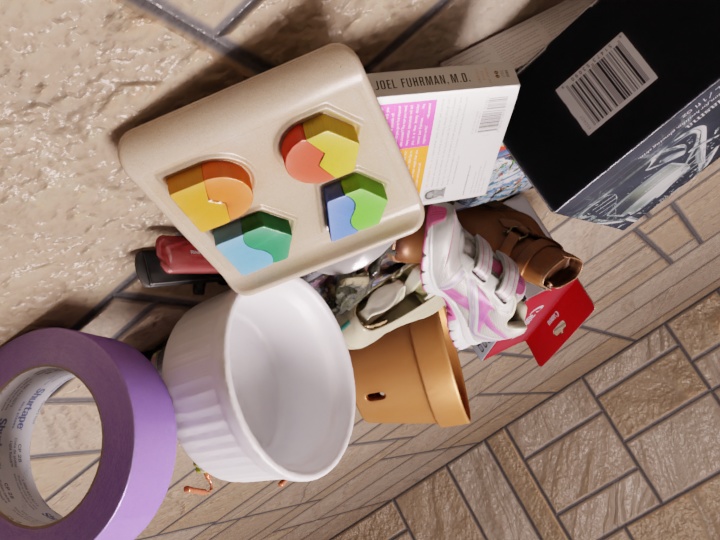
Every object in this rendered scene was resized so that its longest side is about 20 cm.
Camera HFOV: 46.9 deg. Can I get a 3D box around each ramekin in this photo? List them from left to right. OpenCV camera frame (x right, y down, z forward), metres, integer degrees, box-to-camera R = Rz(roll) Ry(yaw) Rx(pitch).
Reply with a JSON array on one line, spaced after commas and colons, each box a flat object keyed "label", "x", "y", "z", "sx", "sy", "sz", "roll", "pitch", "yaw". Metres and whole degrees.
[{"label": "ramekin", "x": -0.098, "y": 0.108, "z": 0.807, "sx": 0.097, "sy": 0.203, "sz": 0.200, "roll": -18, "pitch": 167, "yaw": 30}]

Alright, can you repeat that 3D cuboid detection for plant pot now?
[{"label": "plant pot", "x": 0.059, "y": 0.122, "z": 1.128, "sx": 0.138, "sy": 0.202, "sz": 0.200, "roll": -15, "pitch": 161, "yaw": 9}]

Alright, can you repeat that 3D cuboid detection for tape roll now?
[{"label": "tape roll", "x": -0.264, "y": 0.155, "z": 0.738, "sx": 0.199, "sy": 0.201, "sz": 0.066, "roll": -34, "pitch": 158, "yaw": 12}]

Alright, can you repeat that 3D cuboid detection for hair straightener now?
[{"label": "hair straightener", "x": -0.132, "y": -0.008, "z": 0.791, "sx": 0.077, "sy": 0.041, "sz": 0.199, "roll": -27, "pitch": 170, "yaw": 36}]

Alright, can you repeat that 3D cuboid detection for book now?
[{"label": "book", "x": 0.017, "y": -0.102, "z": 0.667, "sx": 0.197, "sy": 0.049, "sz": 0.134, "roll": -6, "pitch": 149, "yaw": -10}]

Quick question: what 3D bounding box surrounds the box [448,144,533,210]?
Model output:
[{"label": "box", "x": 0.179, "y": -0.134, "z": 0.890, "sx": 0.198, "sy": 0.040, "sz": 0.137, "roll": -17, "pitch": 156, "yaw": -30}]

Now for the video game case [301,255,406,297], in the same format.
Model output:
[{"label": "video game case", "x": -0.033, "y": 0.015, "z": 0.968, "sx": 0.179, "sy": 0.026, "sz": 0.200, "roll": -30, "pitch": 159, "yaw": -1}]

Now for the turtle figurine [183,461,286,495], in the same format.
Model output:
[{"label": "turtle figurine", "x": -0.152, "y": 0.191, "z": 1.014, "sx": 0.199, "sy": 0.162, "sz": 0.064, "roll": -3, "pitch": 148, "yaw": -51}]

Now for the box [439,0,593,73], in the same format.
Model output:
[{"label": "box", "x": 0.163, "y": -0.199, "z": 0.726, "sx": 0.199, "sy": 0.042, "sz": 0.039, "roll": -29, "pitch": 159, "yaw": -6}]

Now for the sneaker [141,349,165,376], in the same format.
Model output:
[{"label": "sneaker", "x": -0.221, "y": 0.127, "z": 0.917, "sx": 0.086, "sy": 0.075, "sz": 0.200, "roll": 4, "pitch": 161, "yaw": -18}]

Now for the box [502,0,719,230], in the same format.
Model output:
[{"label": "box", "x": 0.247, "y": -0.147, "z": 0.729, "sx": 0.200, "sy": 0.125, "sz": 0.196, "roll": -41, "pitch": 158, "yaw": 26}]

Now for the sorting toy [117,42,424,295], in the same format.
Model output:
[{"label": "sorting toy", "x": -0.056, "y": -0.059, "z": 0.635, "sx": 0.183, "sy": 0.037, "sz": 0.200, "roll": -21, "pitch": 143, "yaw": 8}]

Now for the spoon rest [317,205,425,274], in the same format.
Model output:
[{"label": "spoon rest", "x": 0.024, "y": -0.069, "z": 0.774, "sx": 0.199, "sy": 0.100, "sz": 0.061, "roll": -37, "pitch": 143, "yaw": -3}]

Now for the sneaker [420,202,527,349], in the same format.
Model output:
[{"label": "sneaker", "x": 0.118, "y": 0.003, "z": 0.832, "sx": 0.087, "sy": 0.082, "sz": 0.201, "roll": -6, "pitch": 143, "yaw": 23}]

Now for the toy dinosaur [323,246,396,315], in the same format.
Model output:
[{"label": "toy dinosaur", "x": 0.000, "y": 0.000, "z": 0.843, "sx": 0.089, "sy": 0.047, "sz": 0.200, "roll": -58, "pitch": 180, "yaw": -12}]

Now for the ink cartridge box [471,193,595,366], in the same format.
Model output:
[{"label": "ink cartridge box", "x": 0.198, "y": 0.032, "z": 1.097, "sx": 0.083, "sy": 0.177, "sz": 0.201, "roll": -21, "pitch": 157, "yaw": -20}]

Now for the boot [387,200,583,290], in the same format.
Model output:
[{"label": "boot", "x": 0.141, "y": -0.023, "z": 0.917, "sx": 0.199, "sy": 0.154, "sz": 0.074, "roll": -20, "pitch": 134, "yaw": -37}]

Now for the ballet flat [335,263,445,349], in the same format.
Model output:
[{"label": "ballet flat", "x": 0.050, "y": 0.027, "z": 0.959, "sx": 0.199, "sy": 0.070, "sz": 0.070, "roll": -32, "pitch": 164, "yaw": -36}]
